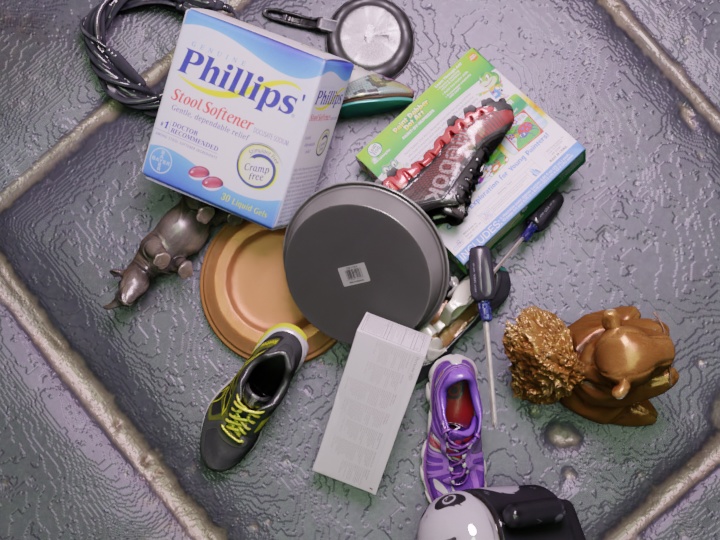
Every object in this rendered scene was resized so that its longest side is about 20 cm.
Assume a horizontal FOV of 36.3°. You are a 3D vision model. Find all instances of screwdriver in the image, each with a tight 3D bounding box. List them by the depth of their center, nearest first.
[{"bbox_3d":[0.145,0.073,1.224,0.029,0.028,0.202,-11,85,18],"label":"screwdriver"},{"bbox_3d":[0.183,-0.024,1.293,0.029,0.028,0.200,50,62,-23],"label":"screwdriver"}]

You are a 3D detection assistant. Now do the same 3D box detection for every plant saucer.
[{"bbox_3d":[-0.098,0.015,1.328,0.198,0.037,0.203,0,83,2],"label":"plant saucer"}]

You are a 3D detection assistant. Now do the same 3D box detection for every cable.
[{"bbox_3d":[-0.253,-0.273,1.365,0.198,0.051,0.165,14,89,-1],"label":"cable"}]

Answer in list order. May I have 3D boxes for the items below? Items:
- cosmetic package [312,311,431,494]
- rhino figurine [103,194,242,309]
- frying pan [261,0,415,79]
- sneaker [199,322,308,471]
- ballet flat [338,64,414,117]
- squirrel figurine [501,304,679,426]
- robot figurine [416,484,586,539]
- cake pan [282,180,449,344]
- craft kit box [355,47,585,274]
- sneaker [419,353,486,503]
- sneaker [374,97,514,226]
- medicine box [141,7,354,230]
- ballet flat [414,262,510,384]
[{"bbox_3d":[0.012,0.153,1.253,0.082,0.051,0.202,21,118,6],"label":"cosmetic package"},{"bbox_3d":[-0.233,-0.022,1.318,0.200,0.087,0.060,-45,123,-2],"label":"rhino figurine"},{"bbox_3d":[-0.017,-0.311,1.369,0.189,0.031,0.115,38,85,2],"label":"frying pan"},{"bbox_3d":[-0.133,0.151,1.273,0.074,0.085,0.201,30,101,-1],"label":"sneaker"},{"bbox_3d":[-0.036,-0.211,1.338,0.198,0.069,0.072,-17,80,5],"label":"ballet flat"},{"bbox_3d":[0.257,0.105,1.229,0.198,0.187,0.143,-1,83,2],"label":"squirrel figurine"},{"bbox_3d":[0.156,0.300,1.220,0.198,0.125,0.152,3,106,-31],"label":"robot figurine"},{"bbox_3d":[0.000,0.000,1.239,0.198,0.037,0.202,7,115,15],"label":"cake pan"},{"bbox_3d":[0.129,-0.133,1.309,0.200,0.049,0.198,-42,71,-3],"label":"craft kit box"},{"bbox_3d":[0.107,0.200,1.265,0.080,0.083,0.202,-6,100,-1],"label":"sneaker"},{"bbox_3d":[0.107,-0.108,1.247,0.200,0.071,0.098,-40,67,0],"label":"sneaker"},{"bbox_3d":[-0.130,-0.176,1.268,0.181,0.103,0.202,22,105,14],"label":"medicine box"},{"bbox_3d":[0.096,0.060,1.299,0.200,0.073,0.073,-42,84,-3],"label":"ballet flat"}]
